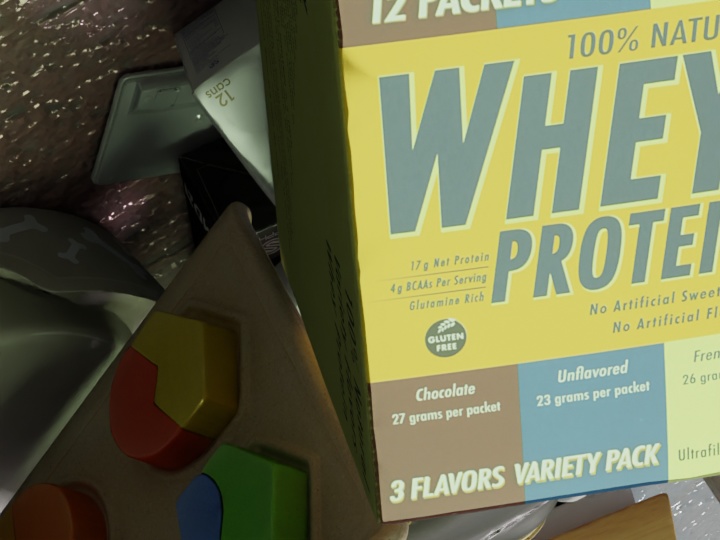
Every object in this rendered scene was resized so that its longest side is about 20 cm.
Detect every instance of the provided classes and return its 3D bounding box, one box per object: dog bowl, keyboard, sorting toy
[{"bbox_3d":[-0.155,0.055,1.148,0.200,0.059,0.200,-21,146,-15],"label":"dog bowl"},{"bbox_3d":[-0.008,-0.067,1.151,0.200,0.011,0.056,-10,147,-29],"label":"keyboard"},{"bbox_3d":[-0.072,0.095,1.035,0.036,0.200,0.185,23,115,-33],"label":"sorting toy"}]

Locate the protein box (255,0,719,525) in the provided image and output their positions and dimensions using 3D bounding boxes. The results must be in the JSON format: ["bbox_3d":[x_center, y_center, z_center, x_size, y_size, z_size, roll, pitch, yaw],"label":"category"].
[{"bbox_3d":[0.046,-0.060,0.935,0.135,0.200,0.199,-8,114,-7],"label":"protein box"}]

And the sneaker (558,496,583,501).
[{"bbox_3d":[0.108,0.007,1.232,0.112,0.078,0.200,-47,168,-26],"label":"sneaker"}]

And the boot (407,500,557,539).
[{"bbox_3d":[0.002,0.084,1.172,0.200,0.078,0.138,-18,164,-26],"label":"boot"}]

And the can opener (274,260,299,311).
[{"bbox_3d":[-0.065,0.061,1.122,0.200,0.053,0.067,-42,128,7],"label":"can opener"}]

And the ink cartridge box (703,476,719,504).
[{"bbox_3d":[0.252,0.051,1.396,0.200,0.145,0.084,-35,148,7],"label":"ink cartridge box"}]

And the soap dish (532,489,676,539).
[{"bbox_3d":[0.086,0.208,1.535,0.157,0.081,0.200,-20,147,-17],"label":"soap dish"}]

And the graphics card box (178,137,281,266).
[{"bbox_3d":[0.000,0.000,1.201,0.125,0.051,0.200,-24,152,-10],"label":"graphics card box"}]

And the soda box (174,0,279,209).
[{"bbox_3d":[0.035,-0.105,1.060,0.200,0.064,0.068,-34,115,6],"label":"soda box"}]
